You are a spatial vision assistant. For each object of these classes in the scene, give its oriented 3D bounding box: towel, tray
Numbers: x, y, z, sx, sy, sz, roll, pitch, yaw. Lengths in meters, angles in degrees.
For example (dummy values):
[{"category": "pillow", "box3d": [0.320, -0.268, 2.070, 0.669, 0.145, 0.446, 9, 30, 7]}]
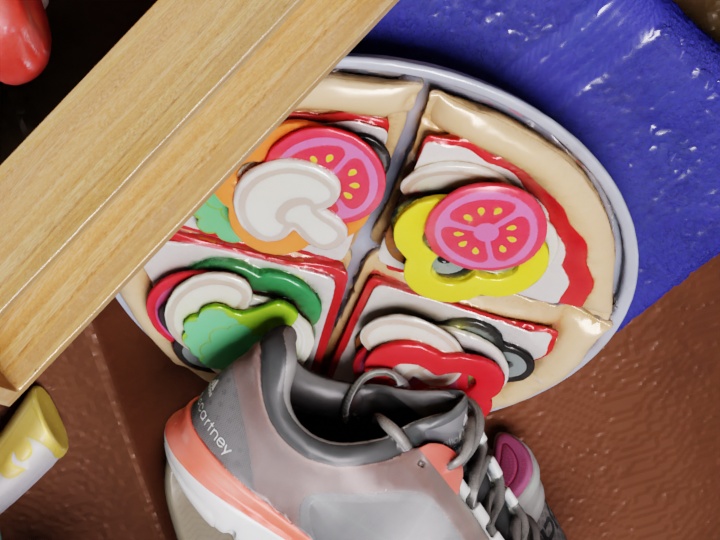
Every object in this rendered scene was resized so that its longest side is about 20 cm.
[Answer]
[{"category": "towel", "box3d": [0.054, -0.061, 0.986, 0.147, 0.050, 0.200, -37, 124, 22]}, {"category": "tray", "box3d": [-0.065, -0.044, 0.860, 0.037, 0.099, 0.200, 45, 90, 9]}]

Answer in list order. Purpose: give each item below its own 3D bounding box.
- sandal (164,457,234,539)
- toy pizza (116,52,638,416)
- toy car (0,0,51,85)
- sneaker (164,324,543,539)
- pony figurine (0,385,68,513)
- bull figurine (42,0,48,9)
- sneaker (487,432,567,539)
[{"category": "sandal", "box3d": [-0.021, 0.140, 1.025, 0.080, 0.201, 0.054, -27, 167, 5]}, {"category": "toy pizza", "box3d": [0.000, 0.000, 0.979, 0.199, 0.032, 0.201, 4, 140, 4]}, {"category": "toy car", "box3d": [-0.138, -0.125, 0.819, 0.198, 0.176, 0.151, 1, 127, -13]}, {"category": "sneaker", "box3d": [0.028, 0.088, 0.994, 0.199, 0.077, 0.082, 30, 114, -18]}, {"category": "pony figurine", "box3d": [-0.179, 0.164, 1.042, 0.199, 0.167, 0.194, -24, 94, 9]}, {"category": "bull figurine", "box3d": [-0.185, -0.037, 0.920, 0.199, 0.122, 0.065, -19, 167, 11]}, {"category": "sneaker", "box3d": [0.006, 0.153, 1.101, 0.199, 0.074, 0.088, -36, 118, 7]}]
